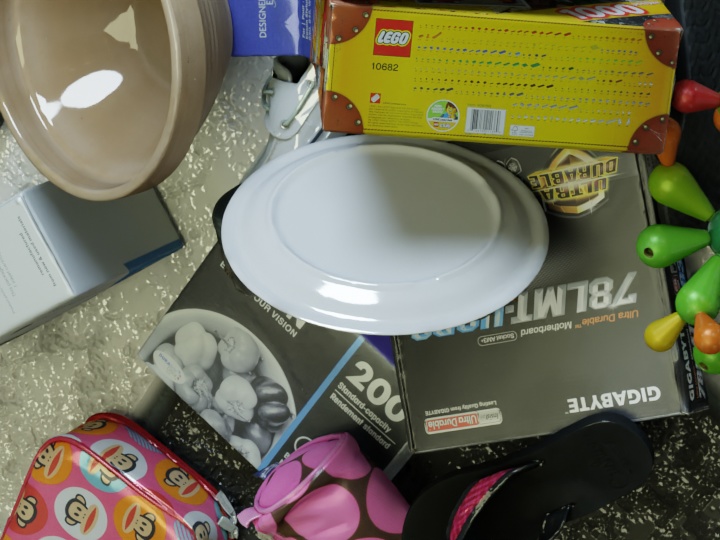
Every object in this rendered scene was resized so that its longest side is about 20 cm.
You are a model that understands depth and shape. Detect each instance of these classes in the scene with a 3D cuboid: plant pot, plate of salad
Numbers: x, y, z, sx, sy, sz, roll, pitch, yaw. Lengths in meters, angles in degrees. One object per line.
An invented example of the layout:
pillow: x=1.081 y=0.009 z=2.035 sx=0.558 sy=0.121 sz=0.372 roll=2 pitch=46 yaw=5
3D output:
plant pot: x=-0.147 y=-0.149 z=1.365 sx=0.201 sy=0.093 sz=0.201 roll=16 pitch=112 yaw=43
plate of salad: x=0.015 y=-0.018 z=1.319 sx=0.200 sy=0.200 sz=0.048 roll=19 pitch=133 yaw=22

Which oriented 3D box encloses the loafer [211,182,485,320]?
loafer: x=0.000 y=0.000 z=1.393 sx=0.200 sy=0.073 sz=0.072 roll=18 pitch=132 yaw=23

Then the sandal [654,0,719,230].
sandal: x=0.209 y=-0.113 z=1.317 sx=0.048 sy=0.075 sz=0.201 roll=30 pitch=124 yaw=58

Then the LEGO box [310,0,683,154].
LEGO box: x=0.074 y=-0.131 z=1.265 sx=0.200 sy=0.149 sz=0.077 roll=4 pitch=110 yaw=-5

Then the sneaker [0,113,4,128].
sneaker: x=-0.333 y=-0.182 z=1.561 sx=0.085 sy=0.073 sz=0.200 roll=-3 pitch=116 yaw=33

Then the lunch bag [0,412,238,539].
lunch bag: x=-0.183 y=0.225 z=1.609 sx=0.176 sy=0.082 sz=0.200 roll=36 pitch=118 yaw=13

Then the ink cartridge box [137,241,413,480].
ink cartridge box: x=-0.032 y=0.053 z=1.502 sx=0.198 sy=0.043 sz=0.200 roll=42 pitch=118 yaw=10

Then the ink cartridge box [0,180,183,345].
ink cartridge box: x=-0.251 y=0.003 z=1.542 sx=0.200 sy=0.145 sz=0.084 roll=-27 pitch=92 yaw=31

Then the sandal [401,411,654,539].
sandal: x=0.097 y=0.153 z=1.367 sx=0.200 sy=0.045 sz=0.075 roll=-34 pitch=108 yaw=33

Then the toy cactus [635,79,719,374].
toy cactus: x=0.246 y=-0.025 z=1.273 sx=0.165 sy=0.102 sz=0.200 roll=-8 pitch=112 yaw=-10

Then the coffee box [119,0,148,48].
coffee box: x=-0.164 y=-0.199 z=1.473 sx=0.200 sy=0.080 sz=0.113 roll=-37 pitch=88 yaw=31

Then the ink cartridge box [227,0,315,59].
ink cartridge box: x=0.016 y=-0.228 z=1.335 sx=0.200 sy=0.047 sz=0.198 roll=-3 pitch=105 yaw=-5

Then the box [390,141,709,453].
box: x=0.110 y=0.008 z=1.386 sx=0.200 sy=0.050 sz=0.199 roll=-10 pitch=86 yaw=29

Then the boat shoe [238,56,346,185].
boat shoe: x=-0.033 y=-0.120 z=1.427 sx=0.067 sy=0.074 sz=0.200 roll=34 pitch=109 yaw=-15

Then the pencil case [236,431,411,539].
pencil case: x=0.011 y=0.205 z=1.468 sx=0.200 sy=0.094 sz=0.091 roll=50 pitch=166 yaw=-13
